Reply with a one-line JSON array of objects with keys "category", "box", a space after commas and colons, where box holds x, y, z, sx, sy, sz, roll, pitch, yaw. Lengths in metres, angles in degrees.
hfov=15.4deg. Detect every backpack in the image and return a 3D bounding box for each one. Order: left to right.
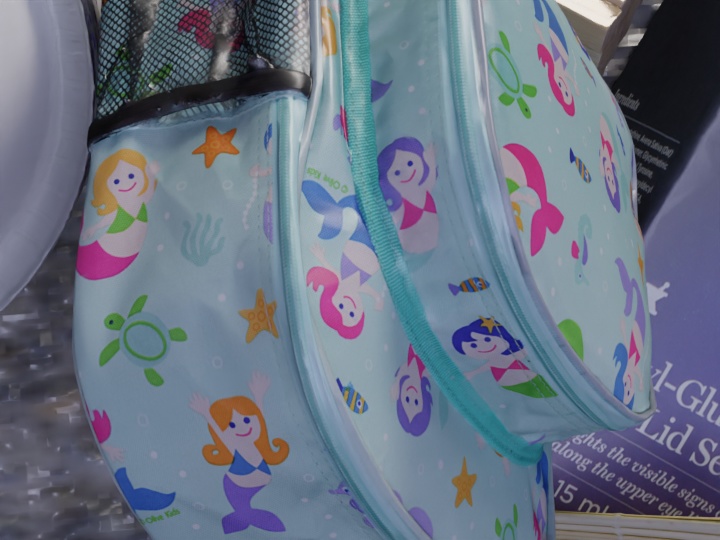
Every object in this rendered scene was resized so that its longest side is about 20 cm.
[{"category": "backpack", "box": [0.000, 0.000, 0.755, 0.150, 0.200, 0.178, -10, 142, 24]}]

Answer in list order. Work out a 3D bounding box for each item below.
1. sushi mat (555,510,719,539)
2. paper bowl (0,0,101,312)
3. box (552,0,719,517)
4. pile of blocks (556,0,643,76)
[{"category": "sushi mat", "box": [0.057, 0.100, 0.844, 0.096, 0.200, 0.012, 58, 42, -45]}, {"category": "paper bowl", "box": [-0.176, -0.059, 0.786, 0.200, 0.104, 0.201, 0, 105, 0]}, {"category": "box", "box": [0.137, 0.010, 0.879, 0.148, 0.104, 0.200, 28, 95, -14]}, {"category": "pile of blocks", "box": [-0.001, -0.100, 0.861, 0.200, 0.082, 0.062, 9, 143, -4]}]
